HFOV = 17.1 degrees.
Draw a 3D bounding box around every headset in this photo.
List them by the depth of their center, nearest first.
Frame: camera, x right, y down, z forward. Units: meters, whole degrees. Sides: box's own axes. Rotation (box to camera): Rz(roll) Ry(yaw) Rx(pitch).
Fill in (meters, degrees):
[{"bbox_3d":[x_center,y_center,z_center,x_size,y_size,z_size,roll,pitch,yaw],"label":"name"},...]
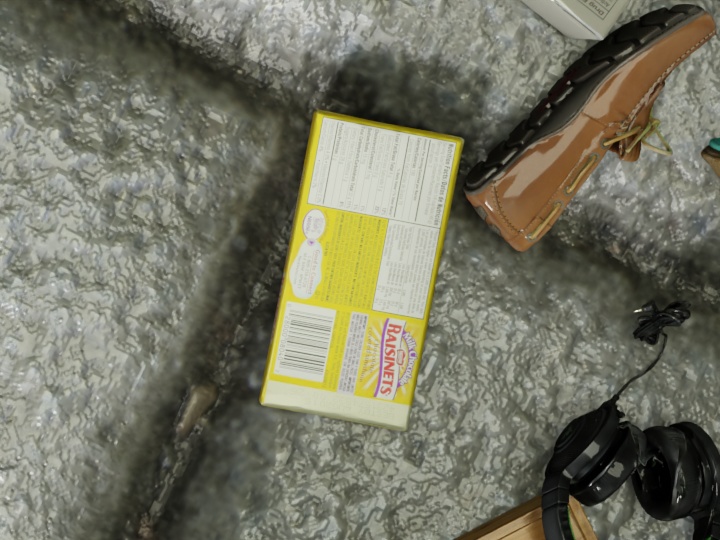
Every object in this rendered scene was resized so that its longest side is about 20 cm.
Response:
[{"bbox_3d":[0.188,0.122,1.579,0.123,0.094,0.200,14,67,-20],"label":"headset"}]

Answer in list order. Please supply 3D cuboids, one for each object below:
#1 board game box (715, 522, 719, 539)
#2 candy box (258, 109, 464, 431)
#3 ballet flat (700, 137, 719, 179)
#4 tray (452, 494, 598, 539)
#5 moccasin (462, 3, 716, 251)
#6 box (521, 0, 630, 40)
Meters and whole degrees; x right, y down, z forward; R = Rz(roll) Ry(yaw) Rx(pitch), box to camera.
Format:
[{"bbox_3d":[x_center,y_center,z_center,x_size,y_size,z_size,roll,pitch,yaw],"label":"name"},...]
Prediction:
[{"bbox_3d":[0.334,0.188,1.629,0.196,0.056,0.200,21,90,-7],"label":"board game box"},{"bbox_3d":[0.000,0.000,1.597,0.102,0.026,0.200,11,91,-9],"label":"candy box"},{"bbox_3d":[0.324,-0.045,1.621,0.200,0.068,0.072,4,111,-11],"label":"ballet flat"},{"bbox_3d":[0.073,0.234,1.611,0.200,0.037,0.099,-27,95,-6],"label":"tray"},{"bbox_3d":[0.162,-0.096,1.589,0.201,0.074,0.078,-47,106,-6],"label":"moccasin"},{"bbox_3d":[0.172,-0.257,1.576,0.095,0.078,0.200,38,88,-12],"label":"box"}]
